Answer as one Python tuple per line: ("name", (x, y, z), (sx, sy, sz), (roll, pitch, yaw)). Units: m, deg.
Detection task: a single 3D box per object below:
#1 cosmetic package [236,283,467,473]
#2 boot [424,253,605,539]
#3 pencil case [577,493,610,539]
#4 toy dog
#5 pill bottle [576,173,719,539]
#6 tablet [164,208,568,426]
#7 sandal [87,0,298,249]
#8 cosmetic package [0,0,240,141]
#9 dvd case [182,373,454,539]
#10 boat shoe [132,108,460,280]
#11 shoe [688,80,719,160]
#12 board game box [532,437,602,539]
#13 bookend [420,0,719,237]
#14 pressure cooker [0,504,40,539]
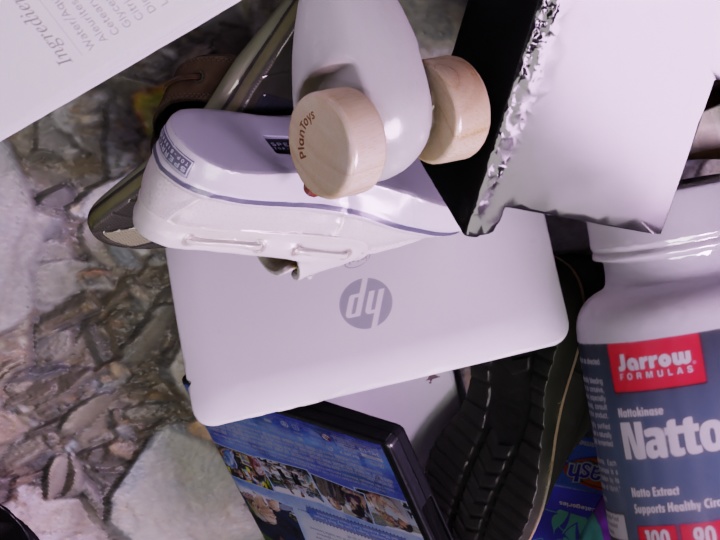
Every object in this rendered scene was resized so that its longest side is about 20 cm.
("cosmetic package", (0.000, 0.063, 1.542), (0.112, 0.081, 0.200), (-16, 135, 5))
("boot", (0.117, 0.080, 1.522), (0.138, 0.077, 0.201), (-11, 128, -46))
("pencil case", (0.169, 0.141, 1.550), (0.092, 0.085, 0.201), (-10, 130, -61))
("toy dog", (-0.020, -0.114, 1.291), (0.131, 0.201, 0.096), (11, 151, -33))
("pill bottle", (0.173, 0.056, 1.417), (0.119, 0.120, 0.201), (-10, 93, 2))
("tablet", (0.000, 0.000, 1.444), (0.199, 0.131, 0.014), (-14, 157, 6))
("sandal", (-0.061, -0.086, 1.398), (0.201, 0.057, 0.080), (-47, 146, 13))
("cosmetic package", (-0.126, -0.185, 1.171), (0.200, 0.165, 0.165), (-28, 113, 19))
("dvd case", (-0.007, 0.135, 1.504), (0.142, 0.018, 0.200), (15, 144, 35))
("boat shoe", (-0.027, -0.031, 1.378), (0.199, 0.071, 0.070), (2, 128, -43))
("shoe", (0.140, -0.082, 1.424), (0.199, 0.070, 0.054), (-9, 137, -11))
("board game box", (0.158, 0.185, 1.686), (0.151, 0.045, 0.200), (10, 138, 12))
("bookend", (0.157, -0.109, 1.332), (0.199, 0.092, 0.199), (9, 113, -18))
("pressure cooker", (-0.241, 0.247, 1.634), (0.175, 0.179, 0.200), (14, 142, 21))
